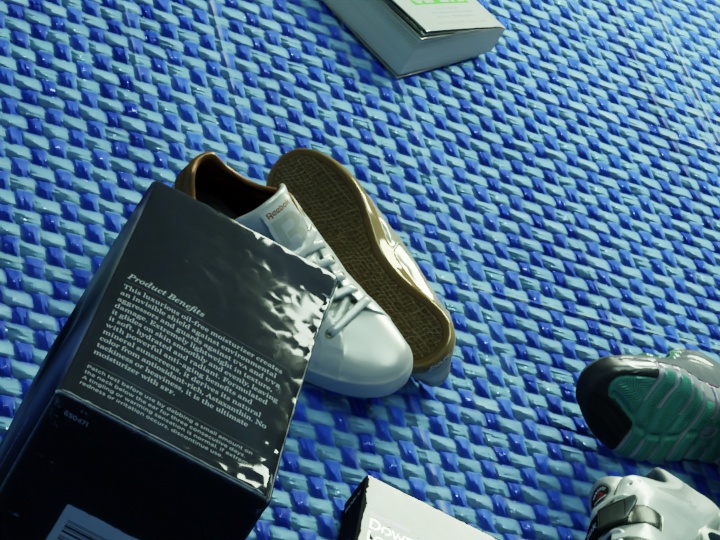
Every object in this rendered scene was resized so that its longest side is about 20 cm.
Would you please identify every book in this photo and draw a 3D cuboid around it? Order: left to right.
[{"bbox_3d":[0.011,-0.245,1.909,0.200,0.048,0.134,45,31,19],"label":"book"}]

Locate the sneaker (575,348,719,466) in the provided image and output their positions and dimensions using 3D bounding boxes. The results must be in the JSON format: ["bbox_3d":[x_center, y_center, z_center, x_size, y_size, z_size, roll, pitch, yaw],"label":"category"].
[{"bbox_3d":[0.211,0.087,1.650,0.200,0.074,0.088,20,24,-39],"label":"sneaker"}]

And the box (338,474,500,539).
[{"bbox_3d":[0.046,0.220,1.362,0.143,0.036,0.200,27,33,-11],"label":"box"}]

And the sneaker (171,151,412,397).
[{"bbox_3d":[-0.046,0.002,1.499,0.200,0.085,0.073,38,54,11],"label":"sneaker"}]

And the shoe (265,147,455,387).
[{"bbox_3d":[0.000,0.000,1.585,0.200,0.070,0.053,55,1,28],"label":"shoe"}]

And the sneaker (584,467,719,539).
[{"bbox_3d":[0.168,0.177,1.490,0.089,0.074,0.200,44,25,14],"label":"sneaker"}]

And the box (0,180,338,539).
[{"bbox_3d":[-0.121,0.097,1.225,0.123,0.200,0.198,29,33,-7],"label":"box"}]
